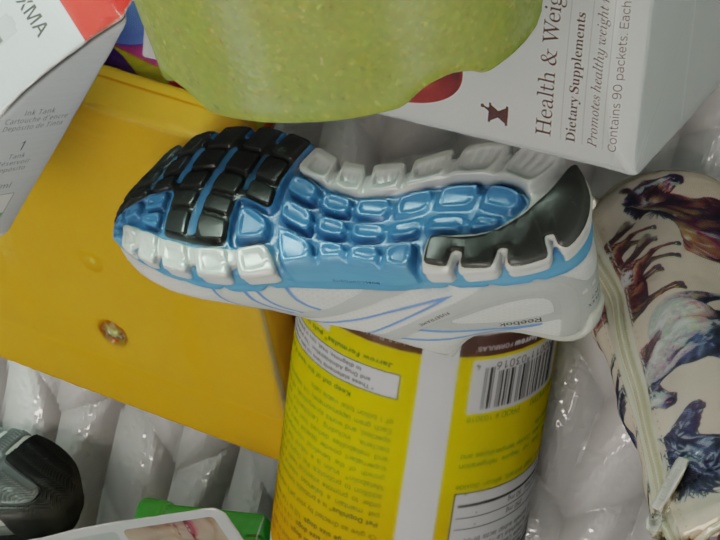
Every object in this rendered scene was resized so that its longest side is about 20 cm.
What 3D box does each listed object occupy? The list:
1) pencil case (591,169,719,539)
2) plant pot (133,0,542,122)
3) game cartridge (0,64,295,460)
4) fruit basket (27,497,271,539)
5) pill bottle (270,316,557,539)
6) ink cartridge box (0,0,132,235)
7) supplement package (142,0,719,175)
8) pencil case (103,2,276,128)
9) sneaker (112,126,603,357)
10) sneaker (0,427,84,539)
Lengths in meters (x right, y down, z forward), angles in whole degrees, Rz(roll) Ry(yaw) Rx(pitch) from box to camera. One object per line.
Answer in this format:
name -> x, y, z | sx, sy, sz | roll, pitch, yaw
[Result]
pencil case -> 0.130, 0.049, 1.087 | 0.089, 0.200, 0.078 | 25, 123, -30
plant pot -> -0.018, -0.156, 0.910 | 0.200, 0.200, 0.185 | 5, 124, 26
game cartridge -> -0.108, -0.014, 1.228 | 0.176, 0.032, 0.200 | 19, 142, 24
fruit basket -> -0.112, 0.187, 1.301 | 0.200, 0.094, 0.185 | -16, 128, 18
pill bottle -> 0.021, 0.075, 1.205 | 0.109, 0.109, 0.200 | 18, 119, 20
ink cartridge box -> -0.154, -0.131, 1.098 | 0.161, 0.050, 0.200 | 57, 137, 23
supplement package -> 0.042, -0.166, 1.062 | 0.200, 0.147, 0.192 | 14, 118, 21
pencil case -> -0.116, -0.120, 1.204 | 0.200, 0.088, 0.088 | 30, 123, 13
sneaker -> 0.000, 0.000, 1.086 | 0.200, 0.075, 0.087 | 6, 145, 26
sneaker -> -0.198, 0.140, 1.380 | 0.200, 0.075, 0.116 | 2, 118, 38
